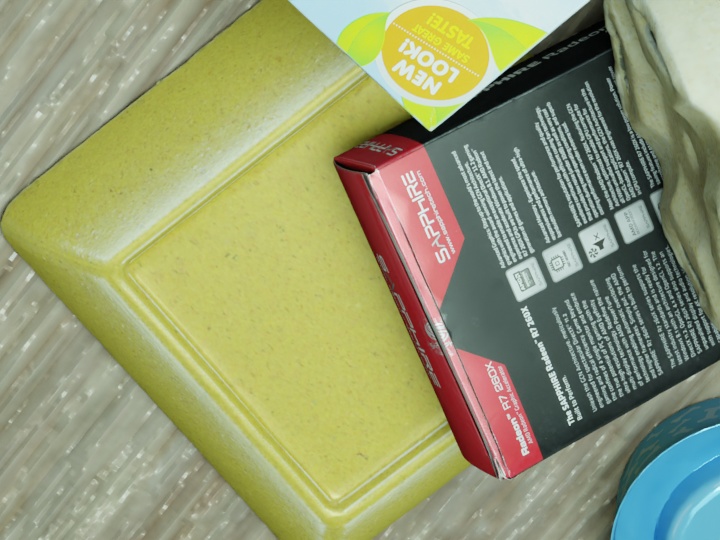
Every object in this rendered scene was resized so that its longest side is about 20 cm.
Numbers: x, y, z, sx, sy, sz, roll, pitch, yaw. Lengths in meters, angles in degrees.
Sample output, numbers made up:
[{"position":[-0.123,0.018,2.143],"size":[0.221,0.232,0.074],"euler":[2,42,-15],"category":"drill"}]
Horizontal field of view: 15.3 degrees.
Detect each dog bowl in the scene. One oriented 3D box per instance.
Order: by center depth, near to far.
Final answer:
[{"position":[0.159,0.140,1.066],"size":[0.111,0.050,0.200],"euler":[-14,111,1],"category":"dog bowl"}]

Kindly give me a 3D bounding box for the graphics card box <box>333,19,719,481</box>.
[{"position":[0.103,-0.027,0.962],"size":[0.200,0.051,0.126],"euler":[-28,105,-14],"category":"graphics card box"}]

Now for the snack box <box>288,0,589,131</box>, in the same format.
[{"position":[0.013,-0.168,0.833],"size":[0.200,0.068,0.169],"euler":[43,120,-15],"category":"snack box"}]

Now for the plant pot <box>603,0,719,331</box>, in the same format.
[{"position":[0.185,-0.065,0.871],"size":[0.183,0.200,0.201],"euler":[-19,111,-2],"category":"plant pot"}]

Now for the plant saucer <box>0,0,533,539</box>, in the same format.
[{"position":[0.000,0.000,1.004],"size":[0.200,0.048,0.200],"euler":[-38,108,9],"category":"plant saucer"}]
